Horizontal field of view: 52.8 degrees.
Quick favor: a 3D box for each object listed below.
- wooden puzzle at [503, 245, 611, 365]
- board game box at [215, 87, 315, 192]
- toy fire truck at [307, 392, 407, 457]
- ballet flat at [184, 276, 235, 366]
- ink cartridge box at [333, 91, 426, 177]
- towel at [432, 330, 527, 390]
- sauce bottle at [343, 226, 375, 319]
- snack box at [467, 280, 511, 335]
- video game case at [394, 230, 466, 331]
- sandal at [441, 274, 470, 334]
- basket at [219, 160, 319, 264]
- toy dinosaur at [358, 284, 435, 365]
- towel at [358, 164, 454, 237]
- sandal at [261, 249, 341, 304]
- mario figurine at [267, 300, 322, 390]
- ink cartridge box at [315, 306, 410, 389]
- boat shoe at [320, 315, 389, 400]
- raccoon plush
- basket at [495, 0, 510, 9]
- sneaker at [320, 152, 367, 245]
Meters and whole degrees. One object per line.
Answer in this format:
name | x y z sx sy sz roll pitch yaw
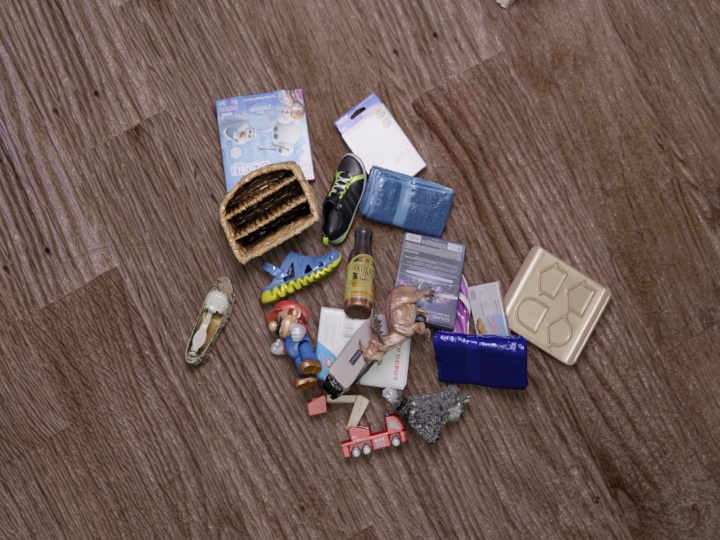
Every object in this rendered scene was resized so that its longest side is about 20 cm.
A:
wooden puzzle | 0.416 0.076 1.580 0.197 0.046 0.188 31 87 6
board game box | -0.207 -0.282 1.587 0.194 0.043 0.205 -9 88 -1
toy fire truck | -0.006 0.321 1.555 0.194 0.049 0.145 -14 87 -2
ballet flat | -0.322 0.110 1.548 0.066 0.075 0.205 23 86 1
ink cartridge box | 0.042 -0.273 1.593 0.118 0.042 0.202 -36 91 -2
towel | 0.252 0.183 1.512 0.194 0.150 0.050 5 46 18
sauce bottle | 0.000 0.000 1.529 0.064 0.067 0.205 3 58 -1
snack box | 0.285 0.130 1.560 0.070 0.024 0.206 -11 91 28
video game case | 0.146 0.019 1.550 0.139 0.019 0.205 13 63 -1
sandal | 0.204 0.081 1.570 0.080 0.050 0.209 -10 86 -3
basket | -0.194 -0.134 1.501 0.196 0.149 0.145 -27 107 5
toy dinosaur | 0.074 0.087 1.445 0.132 0.087 0.204 12 54 1
towel | 0.100 -0.146 1.558 0.195 0.049 0.115 14 99 -13
sandal | -0.134 -0.004 1.559 0.196 0.080 0.089 -24 84 -4
mario figurine | -0.151 0.148 1.507 0.123 0.105 0.202 -40 48 14
ink cartridge box | 0.004 0.165 1.545 0.194 0.086 0.151 7 86 -2
boat shoe | -0.009 0.176 1.473 0.075 0.093 0.199 45 58 6
raccoon plush | 0.147 0.269 1.505 0.134 0.201 0.096 -46 48 -5
basket | 0.318 -0.719 1.562 0.199 0.161 0.199 42 87 1
sneaker | -0.039 -0.152 1.549 0.070 0.082 0.206 12 91 21
